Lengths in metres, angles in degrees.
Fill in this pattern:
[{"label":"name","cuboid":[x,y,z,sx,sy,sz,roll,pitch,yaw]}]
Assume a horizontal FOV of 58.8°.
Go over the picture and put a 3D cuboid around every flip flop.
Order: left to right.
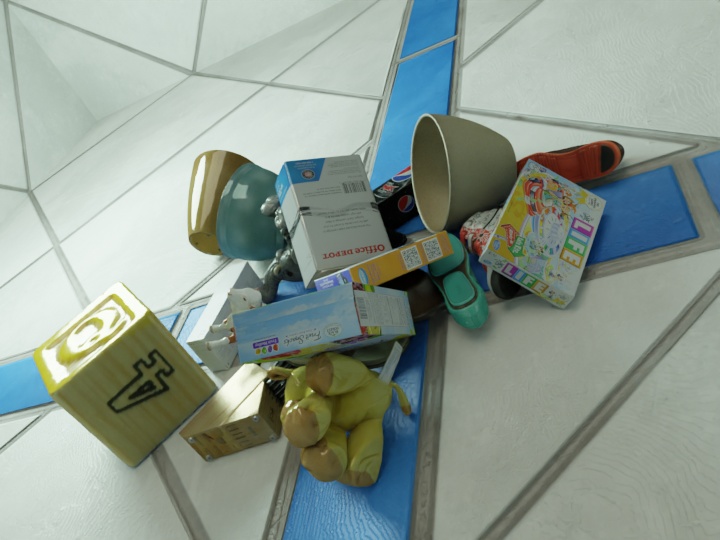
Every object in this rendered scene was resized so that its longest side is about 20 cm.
[{"label":"flip flop","cuboid":[-0.021,0.102,0.961,0.196,0.058,0.082,-2,34,0]}]

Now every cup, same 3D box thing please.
[{"label":"cup","cuboid":[0.183,-0.171,1.095,0.141,0.203,0.201,-7,31,-11]}]

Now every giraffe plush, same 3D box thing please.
[{"label":"giraffe plush","cuboid":[-0.049,0.174,0.852,0.161,0.174,0.200,-6,31,45]}]

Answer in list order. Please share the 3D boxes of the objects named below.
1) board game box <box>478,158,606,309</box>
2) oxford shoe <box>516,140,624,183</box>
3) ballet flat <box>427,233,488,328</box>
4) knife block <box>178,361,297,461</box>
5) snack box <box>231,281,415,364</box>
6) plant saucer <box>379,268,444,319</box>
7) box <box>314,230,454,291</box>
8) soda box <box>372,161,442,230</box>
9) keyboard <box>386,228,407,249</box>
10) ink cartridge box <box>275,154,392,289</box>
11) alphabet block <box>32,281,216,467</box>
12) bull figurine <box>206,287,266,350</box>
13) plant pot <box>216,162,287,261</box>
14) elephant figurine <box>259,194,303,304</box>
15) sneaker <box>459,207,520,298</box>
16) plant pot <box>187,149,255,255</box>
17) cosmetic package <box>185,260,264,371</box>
[{"label":"board game box","cuboid":[0.265,-0.058,0.918,0.133,0.034,0.201,29,55,4]},{"label":"oxford shoe","cuboid":[0.341,-0.171,1.068,0.198,0.072,0.072,-5,12,40]},{"label":"ballet flat","cuboid":[0.145,0.021,0.958,0.067,0.071,0.201,-24,31,9]},{"label":"knife block","cuboid":[-0.171,0.189,1.006,0.198,0.064,0.177,-21,33,17]},{"label":"snack box","cuboid":[-0.039,0.070,0.821,0.166,0.199,0.069,-15,81,22]},{"label":"plant saucer","cuboid":[0.033,0.033,0.995,0.197,0.037,0.201,-11,17,3]},{"label":"box","cuboid":[0.024,-0.002,0.925,0.198,0.042,0.119,-19,0,-30]},{"label":"soda box","cuboid":[0.107,-0.158,1.223,0.199,0.071,0.063,-33,32,-2]},{"label":"keyboard","cuboid":[0.000,0.000,1.154,0.103,0.040,0.201,21,55,24]},{"label":"ink cartridge box","cuboid":[-0.047,-0.086,1.083,0.144,0.203,0.086,-10,-18,-25]},{"label":"alphabet block","cuboid":[-0.403,0.172,1.096,0.196,0.201,0.194,-44,34,-19]},{"label":"bull figurine","cuboid":[-0.178,0.091,1.039,0.120,0.200,0.066,-24,61,12]},{"label":"plant pot","cuboid":[-0.188,-0.107,1.318,0.132,0.202,0.202,16,51,16]},{"label":"elephant figurine","cuboid":[-0.109,-0.043,1.202,0.154,0.203,0.141,9,25,39]},{"label":"sneaker","cuboid":[0.199,-0.027,0.981,0.107,0.068,0.202,-7,37,35]},{"label":"plant pot","cuboid":[-0.331,-0.144,1.496,0.184,0.187,0.202,-10,52,30]},{"label":"cosmetic package","cuboid":[-0.245,0.083,1.192,0.050,0.083,0.201,-13,37,30]}]
